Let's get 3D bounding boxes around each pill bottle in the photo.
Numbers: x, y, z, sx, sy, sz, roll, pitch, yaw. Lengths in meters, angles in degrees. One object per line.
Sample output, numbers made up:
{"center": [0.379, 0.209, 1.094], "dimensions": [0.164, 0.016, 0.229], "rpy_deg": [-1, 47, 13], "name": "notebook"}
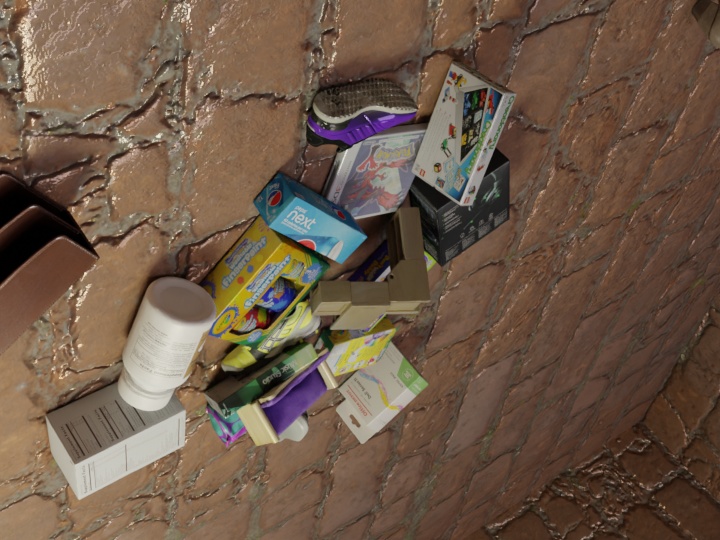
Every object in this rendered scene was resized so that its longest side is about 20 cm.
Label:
{"center": [-0.309, 0.119, 1.550], "dimensions": [0.114, 0.115, 0.201], "rpy_deg": [-8, 136, -45], "name": "pill bottle"}

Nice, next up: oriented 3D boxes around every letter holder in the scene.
{"center": [-0.455, -0.003, 1.227], "dimensions": [0.200, 0.101, 0.142], "rpy_deg": [-44, 149, 2], "name": "letter holder"}

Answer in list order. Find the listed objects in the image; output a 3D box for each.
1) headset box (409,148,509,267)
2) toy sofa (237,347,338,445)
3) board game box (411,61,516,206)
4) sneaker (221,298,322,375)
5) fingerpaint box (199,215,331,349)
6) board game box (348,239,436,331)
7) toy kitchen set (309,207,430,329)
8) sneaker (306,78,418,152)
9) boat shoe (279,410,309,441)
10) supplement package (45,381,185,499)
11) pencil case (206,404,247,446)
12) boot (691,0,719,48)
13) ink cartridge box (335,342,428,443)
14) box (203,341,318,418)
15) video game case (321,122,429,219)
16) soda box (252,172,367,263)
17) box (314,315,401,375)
{"center": [0.186, -0.134, 1.841], "dimensions": [0.173, 0.093, 0.201], "rpy_deg": [-35, 150, -12], "name": "headset box"}
{"center": [-0.121, 0.226, 1.791], "dimensions": [0.097, 0.083, 0.200], "rpy_deg": [-20, -167, 42], "name": "toy sofa"}
{"center": [0.167, -0.225, 1.629], "dimensions": [0.034, 0.126, 0.202], "rpy_deg": [-6, 125, -45], "name": "board game box"}
{"center": [-0.169, 0.114, 1.781], "dimensions": [0.199, 0.075, 0.077], "rpy_deg": [-33, 118, -10], "name": "sneaker"}
{"center": [-0.168, 0.026, 1.640], "dimensions": [0.200, 0.073, 0.167], "rpy_deg": [-48, 151, 9], "name": "fingerpaint box"}
{"center": [0.045, 0.020, 1.923], "dimensions": [0.200, 0.045, 0.134], "rpy_deg": [-47, 151, 7], "name": "board game box"}
{"center": [0.000, 0.000, 1.788], "dimensions": [0.197, 0.183, 0.163], "rpy_deg": [0, 162, -16], "name": "toy kitchen set"}
{"center": [-0.005, -0.230, 1.517], "dimensions": [0.198, 0.070, 0.100], "rpy_deg": [-13, 146, -36], "name": "sneaker"}
{"center": [-0.140, 0.299, 1.995], "dimensions": [0.064, 0.071, 0.200], "rpy_deg": [-38, -175, -24], "name": "boat shoe"}
{"center": [-0.402, 0.265, 1.634], "dimensions": [0.199, 0.110, 0.114], "rpy_deg": [-24, 147, -30], "name": "supplement package"}
{"center": [-0.194, 0.252, 1.892], "dimensions": [0.199, 0.093, 0.086], "rpy_deg": [-28, 148, -23], "name": "pencil case"}
{"center": [0.758, -0.534, 1.954], "dimensions": [0.070, 0.146, 0.201], "rpy_deg": [5, 126, -50], "name": "boot"}
{"center": [0.035, 0.268, 2.164], "dimensions": [0.200, 0.117, 0.067], "rpy_deg": [-44, 150, 1], "name": "ink cartridge box"}
{"center": [-0.182, 0.191, 1.795], "dimensions": [0.199, 0.037, 0.144], "rpy_deg": [-34, -169, -15], "name": "box"}
{"center": [0.023, -0.163, 1.677], "dimensions": [0.199, 0.023, 0.183], "rpy_deg": [-14, 141, -41], "name": "video game case"}
{"center": [-0.078, -0.081, 1.591], "dimensions": [0.068, 0.064, 0.199], "rpy_deg": [-45, 143, 14], "name": "soda box"}
{"center": [-0.012, 0.155, 2.029], "dimensions": [0.198, 0.049, 0.118], "rpy_deg": [-9, 140, -42], "name": "box"}
